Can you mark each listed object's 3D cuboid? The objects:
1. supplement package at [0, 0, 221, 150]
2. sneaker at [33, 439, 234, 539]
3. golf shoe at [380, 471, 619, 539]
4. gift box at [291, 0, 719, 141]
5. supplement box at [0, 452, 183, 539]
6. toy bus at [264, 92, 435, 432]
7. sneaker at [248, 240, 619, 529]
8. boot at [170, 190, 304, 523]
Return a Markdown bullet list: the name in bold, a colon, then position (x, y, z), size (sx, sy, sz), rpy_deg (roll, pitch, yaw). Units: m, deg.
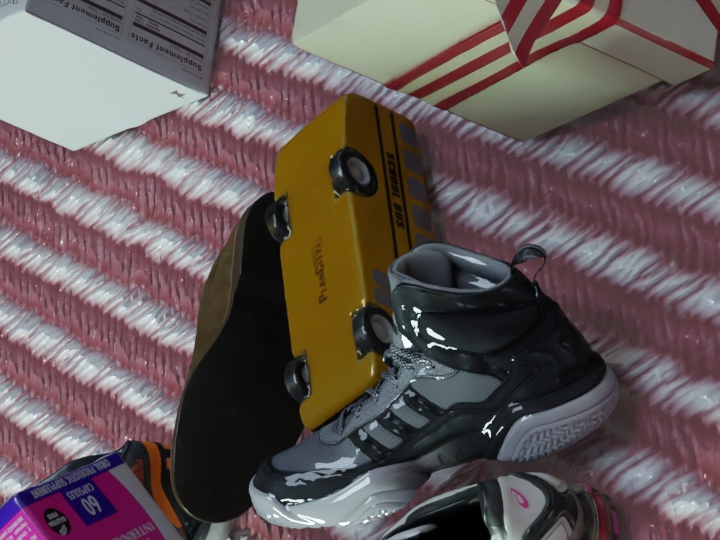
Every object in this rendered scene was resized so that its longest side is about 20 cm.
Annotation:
- **supplement package**: position (-0.190, -0.212, 1.744), size (0.151, 0.150, 0.201), rpy_deg (-17, 59, 45)
- **sneaker**: position (-0.163, 0.184, 1.530), size (0.078, 0.112, 0.201), rpy_deg (30, 96, 54)
- **golf shoe**: position (0.031, 0.150, 1.324), size (0.200, 0.092, 0.073), rpy_deg (-36, 48, 37)
- **gift box**: position (0.092, -0.169, 1.354), size (0.187, 0.184, 0.201), rpy_deg (-24, 57, 54)
- **supplement box**: position (-0.126, 0.212, 1.400), size (0.103, 0.101, 0.200), rpy_deg (-42, 80, 27)
- **toy bus**: position (0.000, 0.000, 1.453), size (0.065, 0.078, 0.201), rpy_deg (-36, 46, 33)
- **sneaker**: position (0.021, 0.052, 1.325), size (0.199, 0.114, 0.076), rpy_deg (-20, 17, 16)
- **boot**: position (-0.071, 0.057, 1.535), size (0.075, 0.073, 0.201), rpy_deg (-31, 41, 59)
